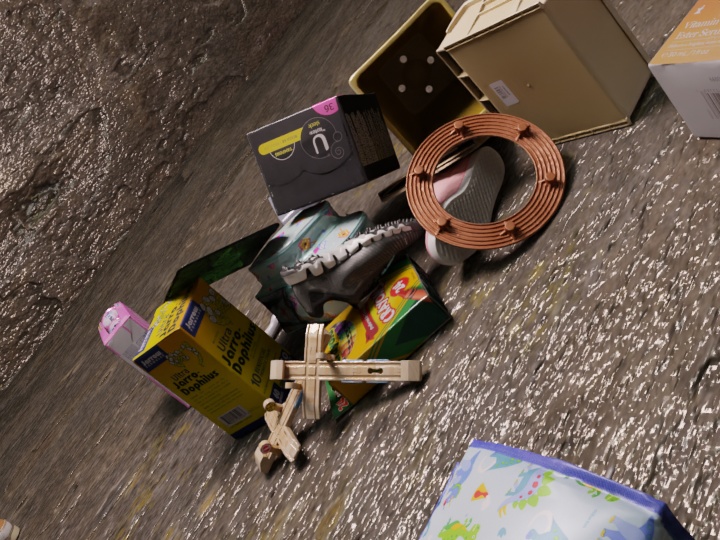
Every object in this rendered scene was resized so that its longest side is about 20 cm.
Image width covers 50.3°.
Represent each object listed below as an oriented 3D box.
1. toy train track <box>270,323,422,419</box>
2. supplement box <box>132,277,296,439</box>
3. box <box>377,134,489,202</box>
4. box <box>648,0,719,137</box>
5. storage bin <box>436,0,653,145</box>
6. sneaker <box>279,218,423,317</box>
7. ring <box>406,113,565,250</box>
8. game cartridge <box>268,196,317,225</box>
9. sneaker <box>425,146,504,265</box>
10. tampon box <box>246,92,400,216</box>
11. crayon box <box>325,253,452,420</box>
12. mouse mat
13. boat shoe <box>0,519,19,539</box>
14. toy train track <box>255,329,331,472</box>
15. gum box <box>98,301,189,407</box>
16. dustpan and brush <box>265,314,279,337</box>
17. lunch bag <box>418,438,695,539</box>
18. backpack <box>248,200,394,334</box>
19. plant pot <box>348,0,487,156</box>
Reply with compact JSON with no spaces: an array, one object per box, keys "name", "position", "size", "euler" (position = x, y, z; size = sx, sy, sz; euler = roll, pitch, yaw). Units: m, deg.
[{"name":"toy train track","position":[-0.024,0.119,0.917],"size":[0.197,0.032,0.116],"euler":[-3,78,23]},{"name":"supplement box","position":[-0.204,0.129,1.102],"size":[0.109,0.200,0.110],"euler":[-32,28,29]},{"name":"box","position":[0.125,-0.167,1.122],"size":[0.162,0.021,0.200],"euler":[-30,6,30]},{"name":"box","position":[0.413,-0.237,0.745],"size":[0.201,0.106,0.152],"euler":[-51,24,-8]},{"name":"storage bin","position":[0.231,-0.266,0.978],"size":[0.198,0.200,0.094],"euler":[-5,49,56]},{"name":"sneaker","position":[0.000,0.000,1.001],"size":[0.198,0.091,0.066],"euler":[-25,8,-12]},{"name":"ring","position":[0.153,-0.117,0.954],"size":[0.197,0.019,0.203],"euler":[-6,63,11]},{"name":"game cartridge","position":[-0.130,-0.167,1.629],"size":[0.133,0.041,0.200],"euler":[-42,24,2]},{"name":"sneaker","position":[0.119,-0.076,1.033],"size":[0.104,0.075,0.201],"euler":[-21,33,49]},{"name":"tampon box","position":[-0.047,-0.176,1.139],"size":[0.148,0.128,0.200],"euler":[-19,7,20]},{"name":"crayon box","position":[0.015,0.084,0.990],"size":[0.200,0.051,0.127],"euler":[-44,25,10]},{"name":"mouse mat","position":[-0.204,-0.005,1.104],"size":[0.160,0.008,0.200],"euler":[-28,-4,-26]},{"name":"boat shoe","position":[-0.770,0.580,1.520],"size":[0.201,0.068,0.074],"euler":[-54,25,-14]},{"name":"toy train track","position":[-0.095,0.164,0.982],"size":[0.202,0.032,0.115],"euler":[-64,31,9]},{"name":"gum box","position":[-0.366,0.144,1.346],"size":[0.066,0.200,0.113],"euler":[-50,26,-9]},{"name":"dustpan and brush","position":[-0.131,0.054,1.289],"size":[0.201,0.057,0.139],"euler":[-51,13,-22]},{"name":"lunch bag","position":[0.111,0.221,0.531],"size":[0.199,0.128,0.171],"euler":[12,61,51]},{"name":"backpack","position":[-0.054,-0.010,1.121],"size":[0.199,0.154,0.176],"euler":[-6,35,52]},{"name":"plant pot","position":[0.106,-0.324,1.301],"size":[0.195,0.194,0.200],"euler":[-43,16,9]}]
